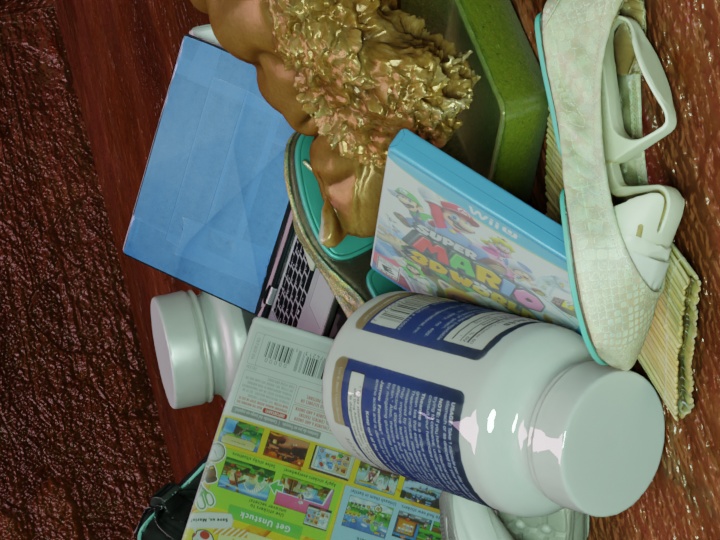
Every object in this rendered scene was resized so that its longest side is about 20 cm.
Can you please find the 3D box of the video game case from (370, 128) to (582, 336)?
[{"bbox_3d":[0.073,-0.003,1.147,0.143,0.018,0.200,33,163,8],"label":"video game case"}]

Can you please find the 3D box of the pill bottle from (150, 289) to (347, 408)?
[{"bbox_3d":[-0.069,0.051,1.637,0.113,0.199,0.114,169,90,-77],"label":"pill bottle"}]

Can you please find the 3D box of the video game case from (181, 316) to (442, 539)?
[{"bbox_3d":[-0.004,0.145,1.303,0.023,0.199,0.183,94,-167,-76],"label":"video game case"}]

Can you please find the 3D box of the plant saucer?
[{"bbox_3d":[0.069,-0.112,1.256,0.200,0.048,0.200,98,158,-53],"label":"plant saucer"}]

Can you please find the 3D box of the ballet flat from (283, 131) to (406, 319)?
[{"bbox_3d":[0.000,0.000,1.297,0.201,0.070,0.071,58,162,12],"label":"ballet flat"}]

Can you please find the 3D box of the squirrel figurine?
[{"bbox_3d":[-0.008,-0.108,1.197,0.200,0.141,0.188,-153,47,-77],"label":"squirrel figurine"}]

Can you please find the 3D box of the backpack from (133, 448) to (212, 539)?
[{"bbox_3d":[-0.040,0.214,1.374,0.200,0.176,0.154,37,156,18],"label":"backpack"}]

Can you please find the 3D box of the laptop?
[{"bbox_3d":[-0.084,-0.041,1.423,0.200,0.115,0.188,-117,41,-60],"label":"laptop"}]

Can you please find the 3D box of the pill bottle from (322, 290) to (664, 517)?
[{"bbox_3d":[0.077,0.080,1.141,0.200,0.111,0.112,13,115,51],"label":"pill bottle"}]

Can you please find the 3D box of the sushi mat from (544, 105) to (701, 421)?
[{"bbox_3d":[0.143,-0.015,1.092,0.200,0.012,0.096,-116,18,-50],"label":"sushi mat"}]

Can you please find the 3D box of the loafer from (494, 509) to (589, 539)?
[{"bbox_3d":[0.118,0.176,1.262,0.070,0.070,0.201,-62,-20,-47],"label":"loafer"}]

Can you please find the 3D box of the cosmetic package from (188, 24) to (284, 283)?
[{"bbox_3d":[-0.061,-0.106,1.590,0.200,0.122,0.201,-102,2,-83],"label":"cosmetic package"}]

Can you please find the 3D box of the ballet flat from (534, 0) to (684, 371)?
[{"bbox_3d":[0.132,-0.051,0.992,0.067,0.062,0.201,0,-101,-59],"label":"ballet flat"}]

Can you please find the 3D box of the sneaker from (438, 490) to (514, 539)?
[{"bbox_3d":[0.111,0.213,1.199,0.201,0.080,0.070,63,174,-1],"label":"sneaker"}]
